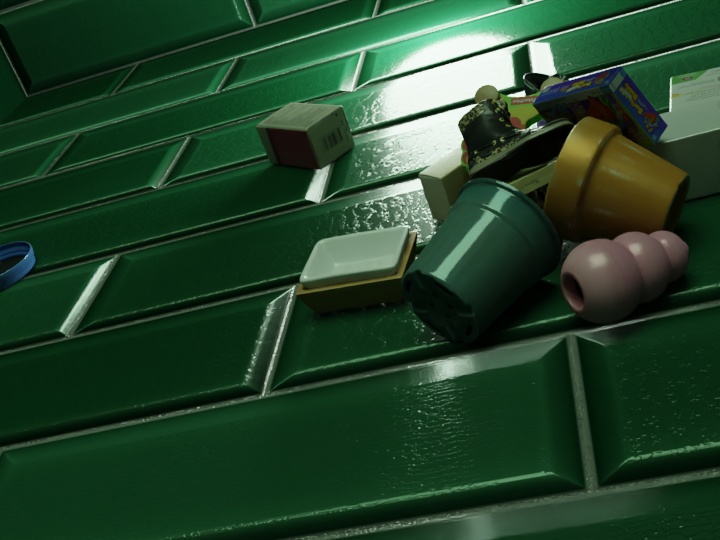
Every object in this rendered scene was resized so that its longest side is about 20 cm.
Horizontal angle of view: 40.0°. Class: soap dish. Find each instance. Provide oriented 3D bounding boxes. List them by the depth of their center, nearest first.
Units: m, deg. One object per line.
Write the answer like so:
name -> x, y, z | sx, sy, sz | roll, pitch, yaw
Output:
soap dish -> 0.000, 0.000, 1.754 | 0.198, 0.082, 0.158 | -10, 30, 20

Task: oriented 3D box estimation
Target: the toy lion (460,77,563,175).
toy lion -> 0.283, -0.246, 1.817 | 0.198, 0.069, 0.194 | -3, 71, 21

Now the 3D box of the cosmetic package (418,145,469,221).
cosmetic package -> 0.216, -0.186, 1.915 | 0.199, 0.106, 0.071 | -37, 30, -25

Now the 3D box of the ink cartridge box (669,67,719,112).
ink cartridge box -> 0.655, -0.300, 1.841 | 0.144, 0.085, 0.200 | -8, 30, 23

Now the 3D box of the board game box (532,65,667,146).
board game box -> 0.400, -0.262, 1.668 | 0.045, 0.134, 0.200 | -51, 19, -18

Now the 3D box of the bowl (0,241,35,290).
bowl -> -0.879, 0.000, 2.386 | 0.199, 0.040, 0.201 | -16, 28, 9

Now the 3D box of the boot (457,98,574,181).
boot -> 0.266, -0.243, 1.733 | 0.199, 0.073, 0.151 | -29, 48, 18

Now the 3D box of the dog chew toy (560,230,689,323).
dog chew toy -> 0.397, -0.001, 1.458 | 0.198, 0.126, 0.125 | -20, 27, -15

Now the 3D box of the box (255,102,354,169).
box -> -0.133, -0.326, 2.385 | 0.128, 0.110, 0.199 | -39, 33, -30

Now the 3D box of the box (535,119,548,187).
box -> 0.419, -0.261, 1.910 | 0.147, 0.105, 0.201 | -11, 29, 16

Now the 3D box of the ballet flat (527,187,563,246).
ballet flat -> 0.309, -0.104, 1.741 | 0.069, 0.072, 0.201 | -15, 29, 7

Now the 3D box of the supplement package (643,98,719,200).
supplement package -> 0.567, -0.203, 1.691 | 0.198, 0.122, 0.120 | -13, 29, 12

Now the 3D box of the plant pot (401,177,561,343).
plant pot -> 0.178, -0.004, 1.547 | 0.199, 0.201, 0.196 | 13, 51, 46

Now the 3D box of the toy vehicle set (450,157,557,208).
toy vehicle set -> 0.261, -0.142, 1.704 | 0.199, 0.027, 0.124 | -27, 6, -9

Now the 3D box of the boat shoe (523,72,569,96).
boat shoe -> 0.378, -0.341, 1.892 | 0.071, 0.068, 0.200 | -28, 29, -13

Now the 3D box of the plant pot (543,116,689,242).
plant pot -> 0.418, -0.124, 1.588 | 0.182, 0.201, 0.200 | 22, 46, 25
